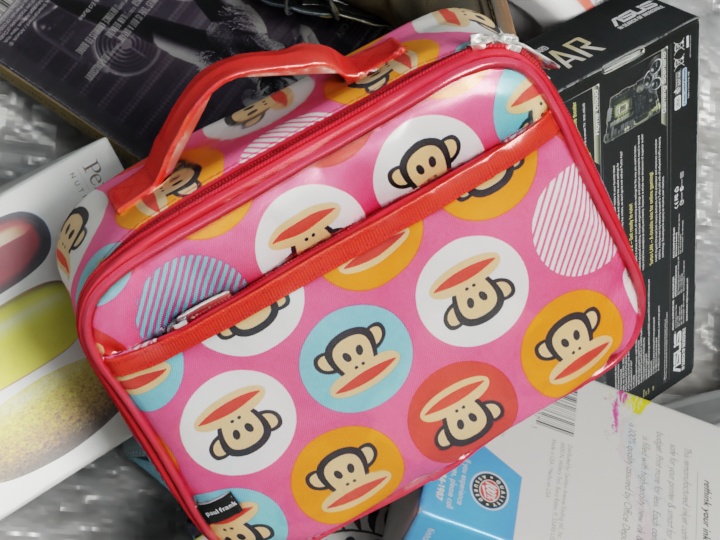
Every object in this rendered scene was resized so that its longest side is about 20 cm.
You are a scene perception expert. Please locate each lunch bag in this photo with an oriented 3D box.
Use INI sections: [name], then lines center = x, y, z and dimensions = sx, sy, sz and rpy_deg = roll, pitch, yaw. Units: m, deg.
[lunch bag]
center = -0.007, -0.005, 0.726
dimensions = 0.199, 0.082, 0.177
rpy_deg = -30, 120, -2

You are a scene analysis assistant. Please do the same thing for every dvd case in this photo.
[dvd case]
center = -0.058, -0.102, 0.862
dimensions = 0.199, 0.016, 0.149
rpy_deg = 33, 65, 5

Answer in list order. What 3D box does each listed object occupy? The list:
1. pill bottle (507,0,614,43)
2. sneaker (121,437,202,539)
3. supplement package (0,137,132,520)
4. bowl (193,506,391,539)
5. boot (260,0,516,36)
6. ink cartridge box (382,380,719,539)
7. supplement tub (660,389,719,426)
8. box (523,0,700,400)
[pill bottle]
center = 0.102, -0.199, 0.942
dimensions = 0.112, 0.112, 0.201
rpy_deg = 34, 71, -19
[sneaker]
center = -0.032, 0.136, 0.860
dimensions = 0.200, 0.079, 0.096
rpy_deg = 39, 72, -17
[supplement package]
center = -0.173, 0.045, 0.782
dimensions = 0.199, 0.109, 0.114
rpy_deg = -33, 99, -25
[bowl]
center = -0.015, 0.206, 0.808
dimensions = 0.199, 0.094, 0.202
rpy_deg = -5, 112, -13
[boot]
center = 0.000, -0.118, 0.822
dimensions = 0.096, 0.201, 0.075
rpy_deg = -19, 138, -7
[ink cartridge box]
center = 0.113, 0.114, 0.804
dimensions = 0.199, 0.068, 0.115
rpy_deg = 20, 38, -4
[supplement tub]
center = 0.181, 0.165, 0.936
dimensions = 0.122, 0.122, 0.201
rpy_deg = -20, 94, -26
[box]
center = 0.086, -0.006, 0.889
dimensions = 0.160, 0.043, 0.201
rpy_deg = -30, 131, -30
